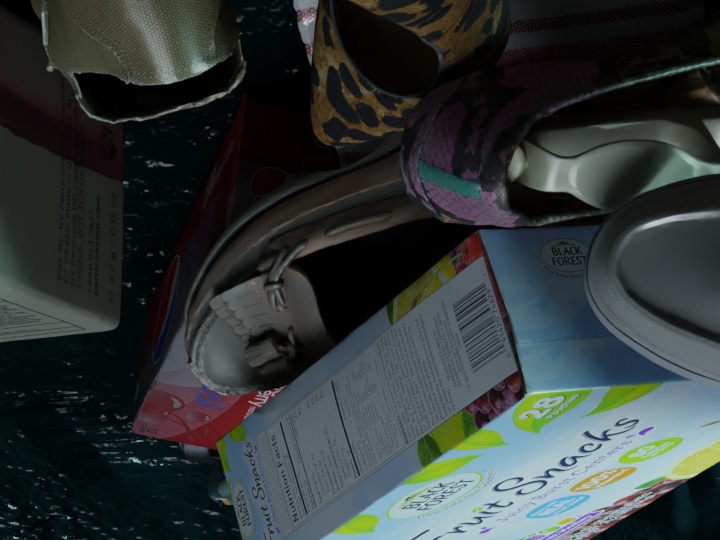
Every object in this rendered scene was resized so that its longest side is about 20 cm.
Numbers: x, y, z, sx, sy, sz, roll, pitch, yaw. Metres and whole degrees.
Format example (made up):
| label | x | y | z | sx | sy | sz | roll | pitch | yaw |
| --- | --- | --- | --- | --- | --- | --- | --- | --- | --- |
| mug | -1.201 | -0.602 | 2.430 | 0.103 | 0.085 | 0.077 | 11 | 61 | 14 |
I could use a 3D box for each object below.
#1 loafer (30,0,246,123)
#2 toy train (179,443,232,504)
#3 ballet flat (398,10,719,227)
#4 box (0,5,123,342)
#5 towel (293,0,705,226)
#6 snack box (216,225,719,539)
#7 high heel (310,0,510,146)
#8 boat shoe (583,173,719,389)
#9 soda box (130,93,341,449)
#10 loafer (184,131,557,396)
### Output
| label | x | y | z | sx | sy | sz | roll | pitch | yaw |
| --- | --- | --- | --- | --- | --- | --- | --- | --- | --- |
| loafer | -0.077 | -0.084 | 0.827 | 0.075 | 0.068 | 0.200 | -12 | 179 | -2 |
| toy train | 0.013 | 0.090 | 1.184 | 0.198 | 0.086 | 0.114 | 0 | 160 | 9 |
| ballet flat | 0.108 | -0.046 | 0.818 | 0.199 | 0.071 | 0.070 | -13 | 121 | -31 |
| box | -0.187 | -0.042 | 0.893 | 0.127 | 0.110 | 0.200 | -5 | 166 | 21 |
| towel | 0.061 | -0.062 | 0.902 | 0.145 | 0.030 | 0.201 | -4 | 133 | 14 |
| snack box | 0.065 | 0.051 | 0.908 | 0.168 | 0.068 | 0.200 | -2 | 155 | -34 |
| high heel | -0.006 | -0.083 | 0.766 | 0.071 | 0.142 | 0.200 | 47 | 139 | 10 |
| boat shoe | 0.154 | 0.010 | 0.714 | 0.199 | 0.073 | 0.066 | 16 | 178 | 27 |
| soda box | -0.047 | 0.007 | 1.051 | 0.063 | 0.071 | 0.200 | 13 | 150 | -12 |
| loafer | 0.000 | 0.000 | 0.906 | 0.072 | 0.063 | 0.200 | 37 | 129 | -26 |
